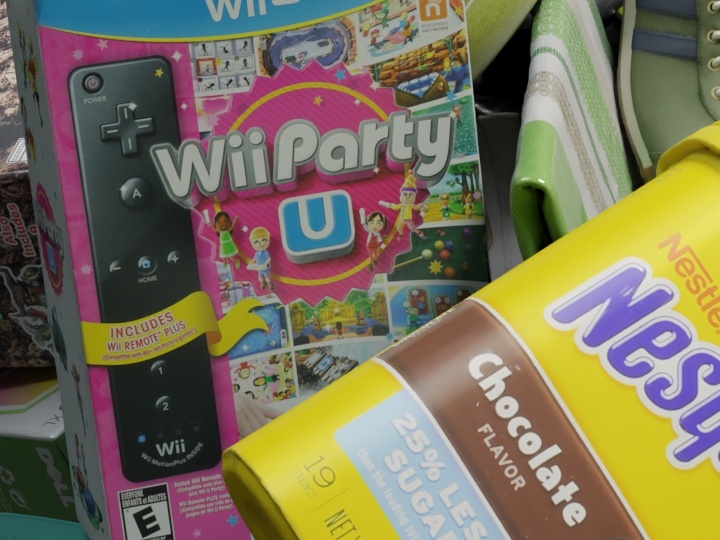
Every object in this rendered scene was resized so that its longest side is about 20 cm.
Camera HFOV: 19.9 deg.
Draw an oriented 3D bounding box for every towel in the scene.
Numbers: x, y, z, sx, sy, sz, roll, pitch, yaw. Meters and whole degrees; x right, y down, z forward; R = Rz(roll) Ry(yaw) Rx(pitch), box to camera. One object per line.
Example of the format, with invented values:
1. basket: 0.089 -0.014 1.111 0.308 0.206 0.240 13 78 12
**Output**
1. towel: 0.085 -0.020 0.775 0.031 0.149 0.200 -16 26 18

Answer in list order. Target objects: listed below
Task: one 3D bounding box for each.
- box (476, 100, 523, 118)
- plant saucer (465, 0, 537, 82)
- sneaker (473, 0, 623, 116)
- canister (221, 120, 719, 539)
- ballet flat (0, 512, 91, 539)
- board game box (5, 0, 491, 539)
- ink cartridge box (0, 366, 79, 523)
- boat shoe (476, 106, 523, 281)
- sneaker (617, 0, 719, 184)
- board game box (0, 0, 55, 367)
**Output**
1. box: 0.086 -0.068 1.004 0.119 0.041 0.200 -39 26 -31
2. plant saucer: 0.029 -0.111 0.839 0.200 0.031 0.200 -45 20 21
3. sneaker: 0.126 -0.120 0.967 0.200 0.072 0.083 -23 42 18
4. canister: 0.077 0.062 0.624 0.200 0.149 0.087 -32 -1 -13
5. ballet flat: -0.072 0.125 0.733 0.200 0.062 0.067 3 23 33
6. board game box: -0.035 -0.010 0.710 0.147 0.200 0.064 -10 14 -15
7. ink cartridge box: -0.112 0.059 0.853 0.200 0.059 0.104 2 34 43
8. boat shoe: 0.055 0.006 0.817 0.068 0.075 0.200 -13 31 12
9. sneaker: 0.144 -0.110 0.801 0.067 0.090 0.200 4 62 -13
10. board game box: -0.171 -0.045 0.865 0.200 0.097 0.159 -2 38 16
